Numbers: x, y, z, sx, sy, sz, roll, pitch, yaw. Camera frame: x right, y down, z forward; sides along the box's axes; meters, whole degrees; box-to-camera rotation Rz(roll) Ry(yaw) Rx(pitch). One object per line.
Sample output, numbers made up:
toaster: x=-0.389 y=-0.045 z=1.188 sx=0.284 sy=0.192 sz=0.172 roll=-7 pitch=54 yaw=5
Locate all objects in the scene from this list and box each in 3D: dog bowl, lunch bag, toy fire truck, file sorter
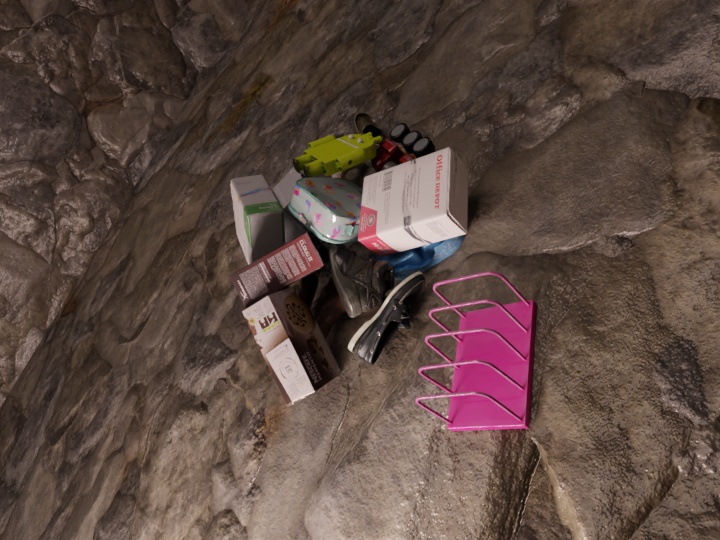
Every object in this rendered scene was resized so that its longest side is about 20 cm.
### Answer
dog bowl: x=0.122 y=-0.053 z=1.180 sx=0.198 sy=0.049 sz=0.113 roll=-34 pitch=40 yaw=28
lunch bag: x=-0.043 y=-0.120 z=1.229 sx=0.160 sy=0.198 sz=0.078 roll=44 pitch=122 yaw=28
toy fire truck: x=0.079 y=-0.192 z=1.304 sx=0.199 sy=0.129 sz=0.176 roll=-41 pitch=36 yaw=0
file sorter: x=0.173 y=0.122 z=0.912 sx=0.137 sy=0.125 sz=0.204 roll=-15 pitch=51 yaw=41

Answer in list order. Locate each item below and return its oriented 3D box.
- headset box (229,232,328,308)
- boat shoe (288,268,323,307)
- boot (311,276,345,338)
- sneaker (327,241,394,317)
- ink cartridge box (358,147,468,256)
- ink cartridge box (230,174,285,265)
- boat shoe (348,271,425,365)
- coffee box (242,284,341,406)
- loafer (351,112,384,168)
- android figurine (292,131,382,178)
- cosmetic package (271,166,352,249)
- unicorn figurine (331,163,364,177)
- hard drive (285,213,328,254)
headset box: x=-0.152 y=-0.010 z=1.221 sx=0.197 sy=0.076 sz=0.149 roll=-28 pitch=3 yaw=4
boat shoe: x=-0.118 y=0.027 z=1.326 sx=0.062 sy=0.073 sz=0.204 roll=-8 pitch=56 yaw=37
boot: x=-0.067 y=0.124 z=1.245 sx=0.202 sy=0.064 sz=0.186 roll=-57 pitch=27 yaw=-5
sneaker: x=0.000 y=0.000 z=1.176 sx=0.112 sy=0.077 sz=0.201 roll=-16 pitch=42 yaw=-11
ink cartridge box: x=0.101 y=-0.126 z=1.131 sx=0.197 sy=0.084 sz=0.148 roll=-14 pitch=59 yaw=35
ink cartridge box: x=-0.233 y=-0.109 z=1.361 sx=0.086 sy=0.148 sz=0.200 roll=-12 pitch=34 yaw=-19
boat shoe: x=0.064 y=0.094 z=1.118 sx=0.199 sy=0.075 sz=0.066 roll=-46 pitch=64 yaw=-2
coffee box: x=-0.133 y=0.143 z=1.173 sx=0.079 sy=0.113 sz=0.203 roll=-29 pitch=86 yaw=27
loafer: x=0.030 y=-0.338 z=1.486 sx=0.070 sy=0.074 sz=0.202 roll=104 pitch=154 yaw=-44
android figurine: x=-0.046 y=-0.259 z=1.315 sx=0.197 sy=0.042 sz=0.182 roll=-25 pitch=31 yaw=-16
cosmetic package: x=-0.102 y=-0.133 z=1.374 sx=0.090 sy=0.199 sz=0.107 roll=-46 pitch=35 yaw=8
unicorn figurine: x=-0.051 y=-0.261 z=1.490 sx=0.199 sy=0.075 sz=0.137 roll=-39 pitch=49 yaw=-15
hard drive: x=-0.177 y=-0.056 z=1.463 sx=0.200 sy=0.033 sz=0.140 roll=46 pitch=107 yaw=28
